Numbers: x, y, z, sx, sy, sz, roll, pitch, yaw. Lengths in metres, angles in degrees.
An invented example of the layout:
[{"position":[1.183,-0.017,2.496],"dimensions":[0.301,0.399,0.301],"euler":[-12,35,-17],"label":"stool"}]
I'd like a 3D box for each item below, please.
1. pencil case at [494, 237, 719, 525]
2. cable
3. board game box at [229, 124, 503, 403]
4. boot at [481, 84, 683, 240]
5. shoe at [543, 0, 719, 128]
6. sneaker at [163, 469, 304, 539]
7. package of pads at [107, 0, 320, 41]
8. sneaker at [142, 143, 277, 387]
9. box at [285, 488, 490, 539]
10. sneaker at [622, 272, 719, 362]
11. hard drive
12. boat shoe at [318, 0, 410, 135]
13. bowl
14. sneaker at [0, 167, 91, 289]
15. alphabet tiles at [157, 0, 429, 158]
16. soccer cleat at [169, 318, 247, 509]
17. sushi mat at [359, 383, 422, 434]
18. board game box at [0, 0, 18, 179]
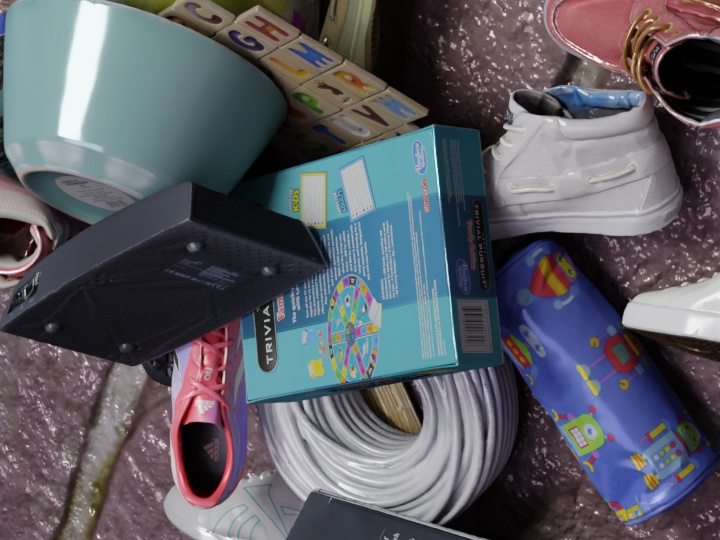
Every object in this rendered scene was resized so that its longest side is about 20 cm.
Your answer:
[{"position":[0.148,0.072,1.437],"dimensions":[0.201,0.078,0.087],"euler":[53,132,3],"label":"pencil case"},{"position":[0.016,0.085,1.534],"dimensions":[0.199,0.069,0.202],"euler":[-17,98,36],"label":"cable"},{"position":[0.000,0.000,1.433],"dimensions":[0.199,0.047,0.153],"euler":[-13,79,45],"label":"board game box"},{"position":[0.107,-0.076,1.406],"dimensions":[0.198,0.074,0.096],"euler":[-2,124,27],"label":"boot"},{"position":[0.185,-0.139,1.322],"dimensions":[0.199,0.091,0.072],"euler":[15,116,30],"label":"shoe"},{"position":[-0.067,0.185,1.658],"dimensions":[0.199,0.070,0.081],"euler":[14,88,40],"label":"sneaker"},{"position":[-0.130,-0.199,1.439],"dimensions":[0.153,0.200,0.069],"euler":[-2,76,20],"label":"package of pads"},{"position":[-0.119,-0.011,1.604],"dimensions":[0.071,0.083,0.202],"euler":[22,99,-6],"label":"sneaker"},{"position":[0.053,0.270,1.507],"dimensions":[0.195,0.125,0.201],"euler":[15,152,32],"label":"box"},{"position":[0.255,0.015,1.364],"dimensions":[0.199,0.073,0.086],"euler":[2,74,44],"label":"sneaker"},{"position":[-0.134,0.004,1.444],"dimensions":[0.199,0.134,0.043],"euler":[-27,58,38],"label":"hard drive"},{"position":[0.000,-0.188,1.450],"dimensions":[0.063,0.073,0.202],"euler":[22,127,21],"label":"boat shoe"},{"position":[-0.157,-0.091,1.453],"dimensions":[0.199,0.201,0.106],"euler":[6,71,33],"label":"bowl"},{"position":[-0.222,-0.016,1.527],"dimensions":[0.076,0.199,0.105],"euler":[-53,43,11],"label":"sneaker"},{"position":[-0.046,-0.121,1.436],"dimensions":[0.199,0.006,0.166],"euler":[30,162,-20],"label":"alphabet tiles"},{"position":[-0.107,0.069,1.537],"dimensions":[0.066,0.077,0.202],"euler":[1,101,-2],"label":"soccer cleat"},{"position":[-0.011,0.073,1.598],"dimensions":[0.095,0.012,0.202],"euler":[-20,96,37],"label":"sushi mat"},{"position":[-0.259,-0.137,1.597],"dimensions":[0.096,0.159,0.202],"euler":[29,122,23],"label":"board game box"}]
